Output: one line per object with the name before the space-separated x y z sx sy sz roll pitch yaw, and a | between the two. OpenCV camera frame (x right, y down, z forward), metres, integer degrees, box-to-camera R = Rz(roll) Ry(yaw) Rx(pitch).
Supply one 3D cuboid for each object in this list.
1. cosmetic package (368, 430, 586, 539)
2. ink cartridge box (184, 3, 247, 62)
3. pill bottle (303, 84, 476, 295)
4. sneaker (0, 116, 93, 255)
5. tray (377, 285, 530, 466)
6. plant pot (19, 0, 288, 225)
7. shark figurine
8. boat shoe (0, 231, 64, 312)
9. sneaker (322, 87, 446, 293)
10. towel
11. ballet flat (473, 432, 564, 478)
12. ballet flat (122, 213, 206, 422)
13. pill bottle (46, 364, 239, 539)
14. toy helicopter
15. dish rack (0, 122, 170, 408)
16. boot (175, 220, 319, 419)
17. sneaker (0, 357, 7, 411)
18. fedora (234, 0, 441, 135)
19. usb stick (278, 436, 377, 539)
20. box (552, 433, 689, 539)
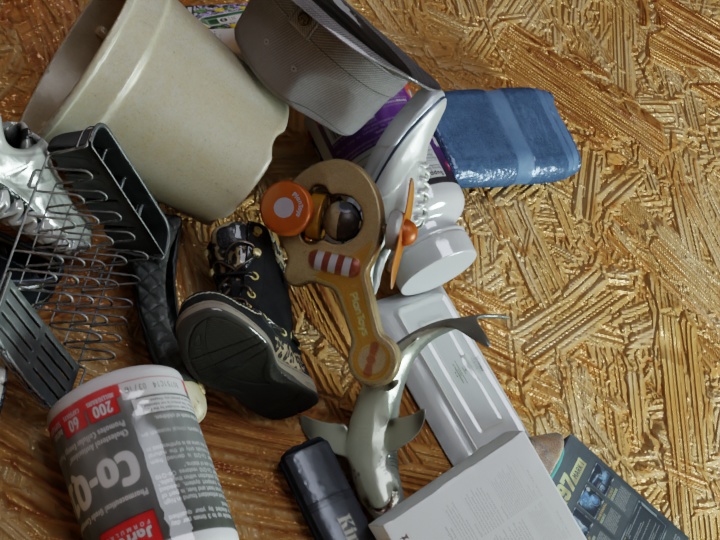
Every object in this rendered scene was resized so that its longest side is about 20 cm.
cosmetic package | 0.121 0.261 1.417 0.150 0.052 0.201 -31 92 -19
ink cartridge box | -0.072 -0.211 1.576 0.198 0.051 0.109 -3 34 -3
pill bottle | 0.033 -0.084 1.608 0.111 0.111 0.201 -11 68 -40
sneaker | -0.270 -0.071 1.349 0.075 0.082 0.200 23 -6 27
tray | 0.091 0.102 1.588 0.107 0.022 0.201 -18 73 -43
plant pot | -0.170 -0.141 1.450 0.183 0.200 0.202 33 46 -21
shark figurine | 0.036 0.113 1.487 0.127 0.216 0.089 27 0 20
boat shoe | -0.333 -0.015 1.328 0.198 0.062 0.075 22 48 -23
sneaker | 0.034 -0.070 1.515 0.070 0.201 0.073 31 9 10
towel | 0.140 -0.138 1.768 0.199 0.049 0.113 -6 65 -39
ballet flat | 0.122 0.197 1.502 0.067 0.068 0.200 50 47 -13
ballet flat | -0.159 0.036 1.414 0.056 0.067 0.202 -16 64 -3
pill bottle | -0.160 0.185 1.283 0.113 0.114 0.202 -6 64 -38
toy helicopter | 0.000 0.000 1.450 0.079 0.131 0.202 22 52 -81
dish rack | -0.224 0.004 1.320 0.154 0.054 0.202 61 36 -50
boot | -0.104 0.027 1.420 0.200 0.073 0.152 42 29 -53
sneaker | -0.317 0.126 1.240 0.079 0.078 0.201 25 48 -8
fedora | -0.034 -0.185 1.452 0.200 0.091 0.177 41 13 3
usb stick | -0.008 0.236 1.416 0.055 0.033 0.201 -13 70 -42
box | 0.203 0.272 1.533 0.157 0.051 0.200 41 46 -6
